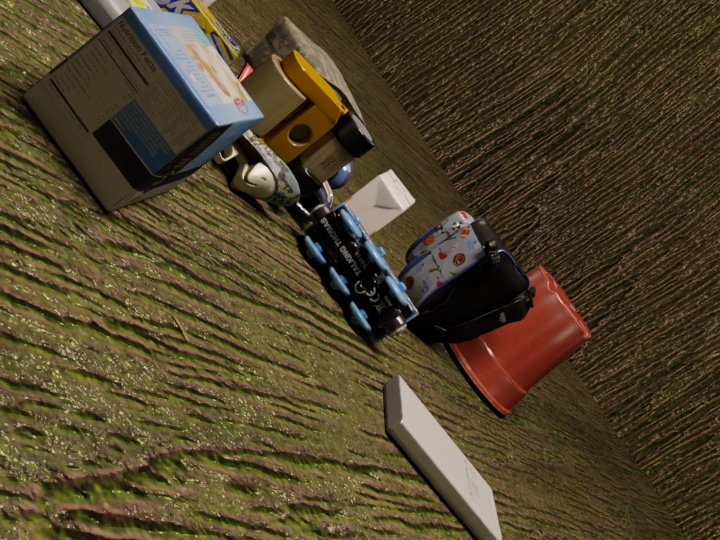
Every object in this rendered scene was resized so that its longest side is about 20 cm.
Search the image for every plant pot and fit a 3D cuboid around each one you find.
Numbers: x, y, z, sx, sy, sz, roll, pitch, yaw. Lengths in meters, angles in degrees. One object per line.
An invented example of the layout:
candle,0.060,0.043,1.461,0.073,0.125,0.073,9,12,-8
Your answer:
plant pot,0.272,0.107,2.041,0.201,0.195,0.201,50,12,-15

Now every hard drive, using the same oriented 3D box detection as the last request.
hard drive,0.099,0.231,1.455,0.200,0.026,0.132,51,12,-15

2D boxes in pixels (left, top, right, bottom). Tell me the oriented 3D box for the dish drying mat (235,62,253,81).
dish drying mat,-0.123,-0.206,1.757,0.200,0.018,0.077,47,56,-31

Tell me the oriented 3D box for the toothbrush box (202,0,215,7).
toothbrush box,-0.283,-0.456,1.760,0.147,0.085,0.200,49,14,-23

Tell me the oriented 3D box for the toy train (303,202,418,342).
toy train,0.000,0.000,1.587,0.201,0.086,0.114,55,6,7

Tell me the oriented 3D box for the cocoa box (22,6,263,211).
cocoa box,-0.195,-0.154,1.125,0.134,0.131,0.200,53,12,-3

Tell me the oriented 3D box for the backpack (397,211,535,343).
backpack,0.147,0.016,1.865,0.200,0.190,0.154,46,8,-51

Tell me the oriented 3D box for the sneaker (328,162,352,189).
sneaker,-0.089,-0.207,1.864,0.200,0.074,0.082,52,15,20

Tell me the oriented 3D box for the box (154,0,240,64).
box,-0.252,-0.352,1.617,0.200,0.070,0.064,51,10,-17

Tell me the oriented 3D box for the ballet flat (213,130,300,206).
ballet flat,-0.151,-0.138,1.456,0.200,0.074,0.074,47,13,-22

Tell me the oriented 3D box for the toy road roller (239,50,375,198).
toy road roller,-0.086,-0.206,1.553,0.200,0.123,0.146,42,18,-37

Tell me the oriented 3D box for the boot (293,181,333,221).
boot,-0.102,-0.159,1.648,0.200,0.073,0.090,53,6,-8

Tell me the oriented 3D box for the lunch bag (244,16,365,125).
lunch bag,-0.084,-0.311,2.056,0.200,0.117,0.164,32,24,-50

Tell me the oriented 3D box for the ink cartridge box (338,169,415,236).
ink cartridge box,0.015,-0.092,1.821,0.068,0.116,0.200,53,11,-1

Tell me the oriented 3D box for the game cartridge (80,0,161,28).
game cartridge,-0.288,-0.322,1.481,0.134,0.040,0.200,55,11,-14
